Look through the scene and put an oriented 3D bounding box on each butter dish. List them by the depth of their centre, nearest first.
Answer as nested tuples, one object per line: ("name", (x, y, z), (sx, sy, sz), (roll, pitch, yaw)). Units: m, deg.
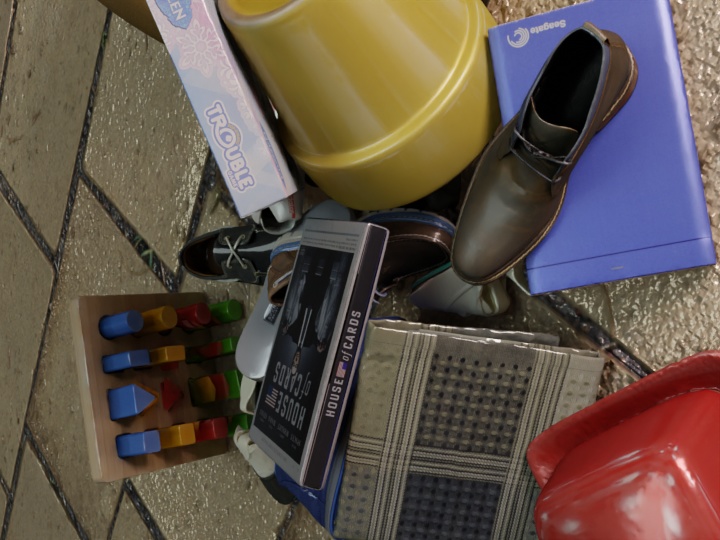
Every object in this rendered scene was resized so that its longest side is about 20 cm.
("butter dish", (0.193, 0.186, 0.613), (0.199, 0.147, 0.201), (-39, 77, 41))

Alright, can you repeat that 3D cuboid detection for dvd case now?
("dvd case", (-0.038, 0.058, 0.767), (0.150, 0.024, 0.202), (11, 86, 68))

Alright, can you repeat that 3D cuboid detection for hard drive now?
("hard drive", (0.172, -0.093, 0.684), (0.130, 0.025, 0.203), (-10, 85, 21))

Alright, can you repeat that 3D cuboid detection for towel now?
("towel", (0.082, 0.136, 0.745), (0.035, 0.190, 0.202), (-95, 14, -69))

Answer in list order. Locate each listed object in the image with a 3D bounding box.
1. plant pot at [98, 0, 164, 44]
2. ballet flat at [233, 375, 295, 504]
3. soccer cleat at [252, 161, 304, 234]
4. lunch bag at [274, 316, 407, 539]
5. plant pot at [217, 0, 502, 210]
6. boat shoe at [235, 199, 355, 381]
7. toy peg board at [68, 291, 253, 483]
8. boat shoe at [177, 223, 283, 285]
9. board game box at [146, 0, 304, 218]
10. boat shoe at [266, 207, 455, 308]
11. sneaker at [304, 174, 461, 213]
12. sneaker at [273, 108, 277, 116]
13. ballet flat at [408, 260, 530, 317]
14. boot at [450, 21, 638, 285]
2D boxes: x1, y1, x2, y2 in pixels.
("plant pot", (-0.209, -0.331, 1.049), (0.200, 0.185, 0.187), (49, 128, 19))
("ballet flat", (-0.105, 0.162, 1.035), (0.068, 0.068, 0.203), (7, 99, 49))
("soccer cleat", (-0.094, -0.077, 0.965), (0.200, 0.068, 0.086), (166, 94, -74))
("lunch bag", (0.025, 0.139, 0.831), (0.132, 0.135, 0.202), (33, 117, 42))
("plant pot", (-0.005, -0.181, 0.741), (0.199, 0.189, 0.203), (-19, 51, 25))
("boat shoe", (-0.056, 0.025, 0.967), (0.072, 0.066, 0.202), (25, 92, 31))
("toy peg board", (-0.210, 0.119, 1.070), (0.097, 0.198, 0.203), (-15, 82, 32))
("boat shoe", (-0.130, -0.016, 1.052), (0.199, 0.067, 0.073), (0, 92, 48))
("board game box", (-0.107, -0.148, 0.761), (0.199, 0.043, 0.202), (-92, -21, -84))
("boat shoe", (0.000, 0.000, 0.858), (0.198, 0.072, 0.073), (-12, 49, 34))
("sneaker", (0.014, -0.085, 0.877), (0.199, 0.075, 0.092), (-1, 98, 51))
("sneaker", (-0.100, -0.168, 0.975), (0.199, 0.104, 0.076), (27, 111, 44))
("ballet flat", (0.116, 0.000, 0.774), (0.200, 0.069, 0.070), (-38, 65, 40))
("boot", (0.112, -0.079, 0.641), (0.074, 0.097, 0.201), (34, 101, 19))
